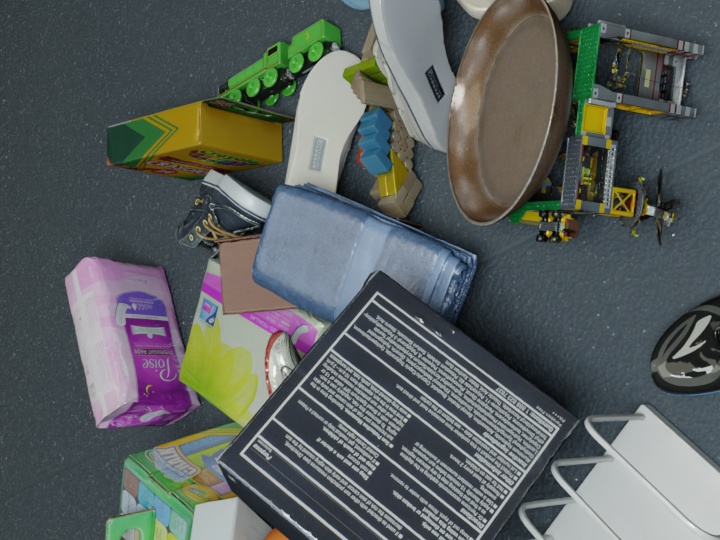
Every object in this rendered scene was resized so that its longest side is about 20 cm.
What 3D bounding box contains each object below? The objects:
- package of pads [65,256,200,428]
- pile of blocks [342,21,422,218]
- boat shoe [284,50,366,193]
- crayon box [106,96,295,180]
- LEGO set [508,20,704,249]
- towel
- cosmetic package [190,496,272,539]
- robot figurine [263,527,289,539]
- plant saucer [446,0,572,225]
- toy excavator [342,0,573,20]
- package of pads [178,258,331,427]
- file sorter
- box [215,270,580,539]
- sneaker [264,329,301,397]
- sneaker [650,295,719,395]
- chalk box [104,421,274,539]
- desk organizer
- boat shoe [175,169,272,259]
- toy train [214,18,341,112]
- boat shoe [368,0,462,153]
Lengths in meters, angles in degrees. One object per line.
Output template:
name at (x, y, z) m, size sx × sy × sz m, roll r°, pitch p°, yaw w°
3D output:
package of pads at (-0.276, 0.085, 1.219) m, size 0.076 × 0.120 × 0.201 m, roll -33°, pitch 64°, yaw 34°
pile of blocks at (0.011, -0.148, 1.018) m, size 0.062 × 0.082 × 0.201 m, roll -11°, pitch 78°, yaw 44°
boat shoe at (-0.040, -0.131, 1.072) m, size 0.069 × 0.072 × 0.201 m, roll 144°, pitch 134°, yaw -72°
crayon box at (-0.179, -0.146, 1.153) m, size 0.199 × 0.127 × 0.051 m, roll -6°, pitch 81°, yaw 41°
LEGO set at (0.209, -0.114, 0.848) m, size 0.154 × 0.115 × 0.201 m, roll 165°, pitch 111°, yaw -70°
towel at (0.000, 0.000, 0.937) m, size 0.199 × 0.048 × 0.112 m, roll 24°, pitch 100°, yaw 19°
cosmetic package at (-0.097, 0.327, 0.955) m, size 0.051 × 0.200 × 0.151 m, roll -15°, pitch 47°, yaw 18°
robot figurine at (-0.013, 0.268, 0.913) m, size 0.144 × 0.199 × 0.117 m, roll 1°, pitch 98°, yaw 51°
plant saucer at (0.127, -0.136, 0.862) m, size 0.200 × 0.032 × 0.201 m, roll -172°, pitch 90°, yaw -71°
toy excavator at (0.077, -0.279, 0.955) m, size 0.194 × 0.100 × 0.201 m, roll -26°, pitch 65°, yaw 6°
package of pads at (-0.105, 0.092, 1.098) m, size 0.200 × 0.068 × 0.155 m, roll 26°, pitch 106°, yaw 39°
file sorter at (0.191, 0.227, 0.793) m, size 0.139 × 0.124 × 0.201 m, roll 45°, pitch 115°, yaw 35°
box at (0.027, 0.147, 0.803) m, size 0.200 × 0.123 × 0.199 m, roll 37°, pitch 70°, yaw 13°
sneaker at (-0.024, 0.136, 0.985) m, size 0.082 × 0.078 × 0.200 m, roll -32°, pitch 107°, yaw 10°
sneaker at (0.297, 0.037, 0.747) m, size 0.199 × 0.082 × 0.071 m, roll -28°, pitch 67°, yaw 36°
chalk box at (-0.166, 0.254, 1.039) m, size 0.124 × 0.199 × 0.125 m, roll 28°, pitch 118°, yaw 38°
desk organizer at (-0.040, -0.001, 1.016) m, size 0.199 × 0.072 × 0.077 m, roll -6°, pitch 85°, yaw 22°
boat shoe at (-0.147, -0.052, 1.111) m, size 0.091 × 0.071 × 0.200 m, roll -60°, pitch 20°, yaw -2°
toy train at (-0.098, -0.223, 1.151) m, size 0.199 × 0.042 × 0.057 m, roll -20°, pitch 63°, yaw 38°
boat shoe at (0.042, -0.199, 0.946) m, size 0.070 × 0.200 × 0.071 m, roll 21°, pitch 59°, yaw 45°
